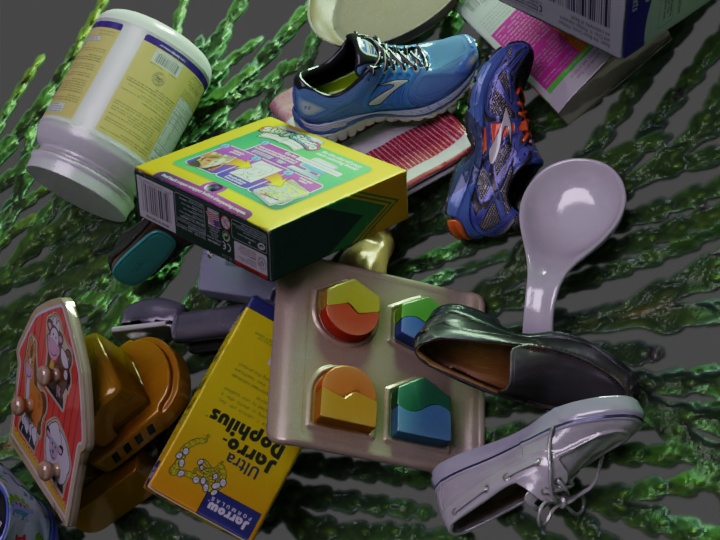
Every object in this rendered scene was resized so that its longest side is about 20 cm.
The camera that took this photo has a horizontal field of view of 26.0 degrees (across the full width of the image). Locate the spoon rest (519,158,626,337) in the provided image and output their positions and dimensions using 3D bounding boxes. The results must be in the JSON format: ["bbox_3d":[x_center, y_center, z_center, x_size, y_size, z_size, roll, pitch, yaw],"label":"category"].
[{"bbox_3d":[0.183,-0.015,1.414,0.099,0.061,0.200,5,68,24],"label":"spoon rest"}]

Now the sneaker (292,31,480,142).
[{"bbox_3d":[0.025,-0.194,1.552,0.200,0.089,0.079,-20,50,-5],"label":"sneaker"}]

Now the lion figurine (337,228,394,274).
[{"bbox_3d":[0.000,0.000,1.509,0.122,0.073,0.200,11,56,-4],"label":"lion figurine"}]

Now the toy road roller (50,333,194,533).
[{"bbox_3d":[-0.254,0.147,1.535,0.200,0.146,0.123,-38,51,7],"label":"toy road roller"}]

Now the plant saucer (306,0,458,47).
[{"bbox_3d":[0.037,-0.304,1.667,0.200,0.032,0.201,-17,47,19],"label":"plant saucer"}]

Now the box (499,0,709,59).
[{"bbox_3d":[0.241,-0.311,1.460,0.200,0.105,0.184,-34,50,-29],"label":"box"}]

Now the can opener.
[{"bbox_3d":[-0.166,0.048,1.598,0.200,0.053,0.067,-9,61,26],"label":"can opener"}]

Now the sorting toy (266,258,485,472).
[{"bbox_3d":[0.020,0.082,1.402,0.036,0.199,0.186,126,151,-58],"label":"sorting toy"}]

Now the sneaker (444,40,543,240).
[{"bbox_3d":[0.142,-0.122,1.495,0.078,0.075,0.201,10,86,23],"label":"sneaker"}]

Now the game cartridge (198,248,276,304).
[{"bbox_3d":[-0.091,-0.057,1.623,0.133,0.040,0.200,10,70,31],"label":"game cartridge"}]

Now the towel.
[{"bbox_3d":[0.012,-0.147,1.589,0.144,0.023,0.200,-30,50,-11],"label":"towel"}]

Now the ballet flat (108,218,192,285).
[{"bbox_3d":[-0.192,-0.056,1.628,0.200,0.068,0.069,-28,39,30],"label":"ballet flat"}]

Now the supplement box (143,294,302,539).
[{"bbox_3d":[-0.106,0.139,1.447,0.109,0.109,0.200,29,78,-4],"label":"supplement box"}]

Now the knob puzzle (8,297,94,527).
[{"bbox_3d":[-0.305,0.119,1.505,0.219,0.030,0.220,2,93,59],"label":"knob puzzle"}]

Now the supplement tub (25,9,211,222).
[{"bbox_3d":[-0.268,-0.170,1.722,0.145,0.145,0.200,17,74,37],"label":"supplement tub"}]

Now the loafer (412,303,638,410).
[{"bbox_3d":[0.139,0.089,1.350,0.200,0.072,0.073,14,112,19],"label":"loafer"}]

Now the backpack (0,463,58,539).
[{"bbox_3d":[-0.395,0.276,1.548,0.200,0.147,0.183,22,76,41],"label":"backpack"}]

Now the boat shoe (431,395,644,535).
[{"bbox_3d":[0.153,0.177,1.319,0.202,0.075,0.086,-25,54,21],"label":"boat shoe"}]

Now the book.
[{"bbox_3d":[0.196,-0.250,1.551,0.134,0.048,0.200,-42,50,7],"label":"book"}]

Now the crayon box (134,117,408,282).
[{"bbox_3d":[-0.084,-0.072,1.472,0.172,0.058,0.200,-24,35,-37],"label":"crayon box"}]
